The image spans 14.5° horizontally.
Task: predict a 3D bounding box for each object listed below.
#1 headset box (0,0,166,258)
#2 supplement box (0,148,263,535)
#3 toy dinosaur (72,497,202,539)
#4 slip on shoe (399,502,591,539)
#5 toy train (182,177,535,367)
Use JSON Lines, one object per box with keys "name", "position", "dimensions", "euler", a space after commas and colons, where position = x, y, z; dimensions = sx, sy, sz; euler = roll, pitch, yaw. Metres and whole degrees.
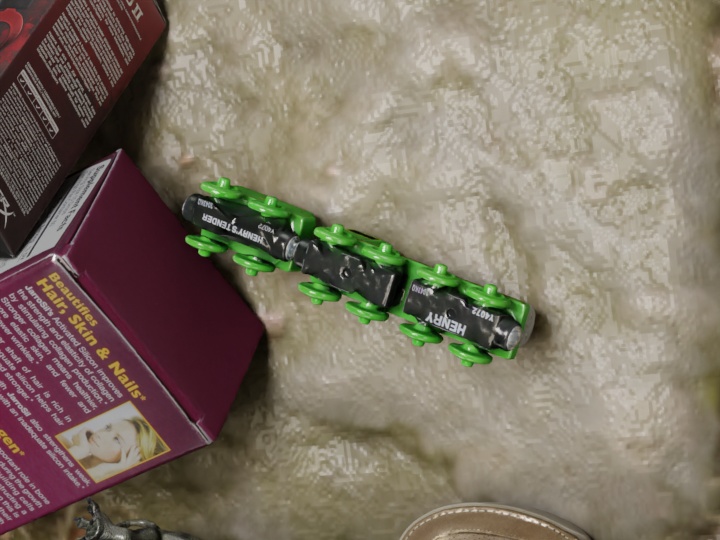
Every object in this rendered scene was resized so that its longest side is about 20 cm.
{"name": "headset box", "position": [-0.204, -0.100, 1.446], "dimensions": [0.148, 0.200, 0.075], "euler": [1, 134, 32]}
{"name": "supplement box", "position": [-0.173, 0.046, 1.451], "dimensions": [0.200, 0.103, 0.131], "euler": [-24, 115, 30]}
{"name": "toy dinosaur", "position": [-0.092, 0.151, 1.425], "dimensions": [0.200, 0.088, 0.048], "euler": [8, 80, 50]}
{"name": "slip on shoe", "position": [0.097, 0.168, 1.354], "dimensions": [0.200, 0.061, 0.076], "euler": [25, 107, 26]}
{"name": "toy train", "position": [0.000, 0.000, 1.398], "dimensions": [0.200, 0.056, 0.042], "euler": [22, 101, 28]}
